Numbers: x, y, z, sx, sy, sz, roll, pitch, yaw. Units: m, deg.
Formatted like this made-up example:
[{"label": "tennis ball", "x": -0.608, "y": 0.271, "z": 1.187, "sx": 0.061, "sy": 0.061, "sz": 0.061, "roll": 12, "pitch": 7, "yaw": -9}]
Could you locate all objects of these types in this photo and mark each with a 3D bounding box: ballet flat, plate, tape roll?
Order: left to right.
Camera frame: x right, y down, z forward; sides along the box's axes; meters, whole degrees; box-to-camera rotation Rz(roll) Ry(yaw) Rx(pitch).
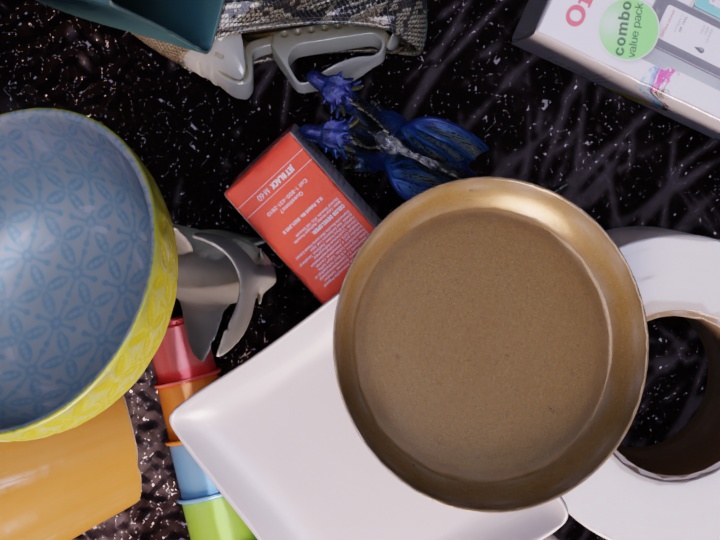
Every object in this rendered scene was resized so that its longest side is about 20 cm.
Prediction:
[{"label": "ballet flat", "x": -0.052, "y": -0.151, "z": 1.452, "sx": 0.198, "sy": 0.068, "sz": 0.076, "roll": -7, "pitch": 72, "yaw": -3}, {"label": "plate", "x": 0.006, "y": 0.119, "z": 1.408, "sx": 0.199, "sy": 0.032, "sz": 0.200, "roll": -35, "pitch": 95, "yaw": 29}, {"label": "tape roll", "x": 0.193, "y": 0.074, "z": 1.445, "sx": 0.201, "sy": 0.139, "sz": 0.205, "roll": 0, "pitch": 93, "yaw": -3}]

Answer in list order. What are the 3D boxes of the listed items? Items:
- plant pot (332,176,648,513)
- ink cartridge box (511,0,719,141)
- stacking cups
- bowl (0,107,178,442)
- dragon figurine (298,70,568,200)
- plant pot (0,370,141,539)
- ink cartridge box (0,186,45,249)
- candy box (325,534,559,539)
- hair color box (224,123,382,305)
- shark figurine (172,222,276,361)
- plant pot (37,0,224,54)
[{"label": "plant pot", "x": 0.077, "y": 0.045, "z": 1.337, "sx": 0.198, "sy": 0.027, "sz": 0.202, "roll": 1, "pitch": 85, "yaw": -13}, {"label": "ink cartridge box", "x": 0.220, "y": -0.174, "z": 1.424, "sx": 0.199, "sy": 0.146, "sz": 0.148, "roll": 24, "pitch": 93, "yaw": -3}, {"label": "stacking cups", "x": -0.099, "y": 0.129, "z": 1.481, "sx": 0.060, "sy": 0.061, "sz": 0.202, "roll": -12, "pitch": 95, "yaw": -1}, {"label": "bowl", "x": -0.185, "y": 0.015, "z": 1.327, "sx": 0.199, "sy": 0.108, "sz": 0.202, "roll": -8, "pitch": 69, "yaw": 21}, {"label": "dragon figurine", "x": 0.044, "y": -0.071, "z": 1.448, "sx": 0.199, "sy": 0.099, "sz": 0.059, "roll": 25, "pitch": 93, "yaw": -10}, {"label": "plant pot", "x": -0.245, "y": 0.114, "z": 1.420, "sx": 0.182, "sy": 0.200, "sz": 0.202, "roll": -16, "pitch": 95, "yaw": -16}, {"label": "ink cartridge box", "x": -0.291, "y": -0.096, "z": 1.426, "sx": 0.200, "sy": 0.117, "sz": 0.067, "roll": 41, "pitch": 95, "yaw": -5}, {"label": "candy box", "x": 0.068, "y": 0.217, "z": 1.494, "sx": 0.200, "sy": 0.061, "sz": 0.137, "roll": 38, "pitch": 93, "yaw": -4}, {"label": "hair color box", "x": 0.000, "y": 0.000, "z": 1.448, "sx": 0.064, "sy": 0.111, "sz": 0.200, "roll": -43, "pitch": 94, "yaw": 4}, {"label": "shark figurine", "x": -0.095, "y": 0.016, "z": 1.416, "sx": 0.127, "sy": 0.214, "sz": 0.090, "roll": 7, "pitch": 95, "yaw": -34}, {"label": "plant pot", "x": -0.191, "y": -0.238, "z": 1.390, "sx": 0.199, "sy": 0.141, "sz": 0.142, "roll": 15, "pitch": 88, "yaw": 22}]
